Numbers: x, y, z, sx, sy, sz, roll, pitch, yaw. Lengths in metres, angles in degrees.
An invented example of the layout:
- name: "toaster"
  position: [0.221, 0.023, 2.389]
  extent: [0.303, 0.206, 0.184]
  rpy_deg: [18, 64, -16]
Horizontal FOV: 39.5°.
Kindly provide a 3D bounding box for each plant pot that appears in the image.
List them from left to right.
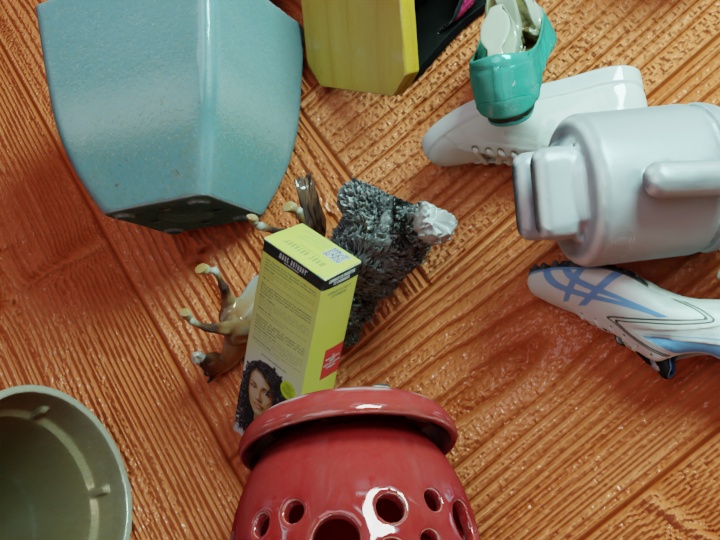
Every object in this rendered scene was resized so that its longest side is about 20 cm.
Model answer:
- name: "plant pot"
  position: [-0.347, 0.231, 0.931]
  extent: [0.182, 0.199, 0.204]
  rpy_deg: [-24, 65, 29]
- name: "plant pot"
  position: [-0.170, -0.147, 0.958]
  extent: [0.193, 0.196, 0.204]
  rpy_deg: [-9, 80, 22]
- name: "plant pot"
  position: [-0.007, 0.200, 0.766]
  extent: [0.198, 0.200, 0.185]
  rpy_deg: [-17, 60, 19]

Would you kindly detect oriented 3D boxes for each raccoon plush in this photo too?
- name: "raccoon plush"
  position: [0.000, 0.000, 0.840]
  extent: [0.096, 0.200, 0.135]
  rpy_deg: [28, 87, -3]

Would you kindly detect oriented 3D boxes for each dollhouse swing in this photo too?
- name: "dollhouse swing"
  position: [0.038, -0.287, 0.949]
  extent: [0.181, 0.178, 0.199]
  rpy_deg: [-33, 29, -25]

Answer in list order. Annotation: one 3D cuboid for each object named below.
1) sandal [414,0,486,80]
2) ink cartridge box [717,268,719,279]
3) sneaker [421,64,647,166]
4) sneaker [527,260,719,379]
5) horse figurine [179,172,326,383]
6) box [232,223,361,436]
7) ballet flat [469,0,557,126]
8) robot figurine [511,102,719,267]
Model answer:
- name: "sandal"
  position: [0.085, -0.265, 0.949]
  extent: [0.201, 0.045, 0.075]
  rpy_deg: [-50, 59, 4]
- name: "ink cartridge box"
  position: [0.366, -0.039, 0.693]
  extent: [0.145, 0.048, 0.202]
  rpy_deg: [37, 117, 20]
- name: "sneaker"
  position: [0.146, -0.108, 0.856]
  extent: [0.197, 0.073, 0.086]
  rpy_deg: [-13, 74, 24]
- name: "sneaker"
  position: [0.216, 0.039, 0.781]
  extent: [0.198, 0.072, 0.074]
  rpy_deg: [18, 91, 32]
- name: "horse figurine"
  position: [-0.090, 0.010, 0.915]
  extent: [0.050, 0.133, 0.200]
  rpy_deg: [35, 77, 33]
- name: "box"
  position: [-0.056, 0.068, 0.849]
  extent: [0.075, 0.050, 0.203]
  rpy_deg: [31, 124, 30]
- name: "ballet flat"
  position: [0.127, -0.195, 0.836]
  extent: [0.066, 0.071, 0.201]
  rpy_deg: [-5, 33, 17]
- name: "robot figurine"
  position: [0.216, -0.066, 0.759]
  extent: [0.196, 0.170, 0.115]
  rpy_deg: [-7, 96, -10]
